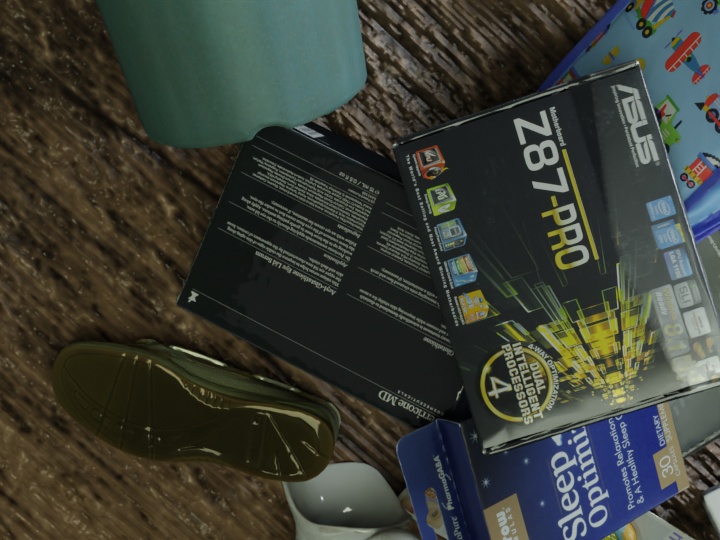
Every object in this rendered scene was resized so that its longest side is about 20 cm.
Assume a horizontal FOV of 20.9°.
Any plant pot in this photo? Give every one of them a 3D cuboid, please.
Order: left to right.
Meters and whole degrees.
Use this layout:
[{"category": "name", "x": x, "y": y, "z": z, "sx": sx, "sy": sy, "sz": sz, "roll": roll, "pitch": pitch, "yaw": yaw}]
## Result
[{"category": "plant pot", "x": -0.088, "y": -0.193, "z": 1.206, "sx": 0.198, "sy": 0.201, "sz": 0.198, "roll": -12, "pitch": 111, "yaw": 2}]

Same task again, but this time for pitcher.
[{"category": "pitcher", "x": -0.002, "y": 0.250, "z": 1.320, "sx": 0.120, "sy": 0.171, "sz": 0.202, "roll": -1, "pitch": 104, "yaw": -23}]

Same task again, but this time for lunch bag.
[{"category": "lunch bag", "x": 0.197, "y": -0.100, "z": 1.242, "sx": 0.200, "sy": 0.151, "sz": 0.094, "roll": -39, "pitch": 146, "yaw": 13}]

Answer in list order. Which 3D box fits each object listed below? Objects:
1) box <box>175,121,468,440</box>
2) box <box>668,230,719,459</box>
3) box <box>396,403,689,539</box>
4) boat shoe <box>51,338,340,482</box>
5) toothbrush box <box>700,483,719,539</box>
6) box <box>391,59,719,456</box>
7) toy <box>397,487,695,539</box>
[{"category": "box", "x": 0.000, "y": 0.000, "z": 1.279, "sx": 0.199, "sy": 0.079, "sz": 0.142, "roll": 27, "pitch": 100, "yaw": 10}, {"category": "box", "x": 0.186, "y": 0.030, "z": 1.331, "sx": 0.159, "sy": 0.044, "sz": 0.201, "roll": -31, "pitch": 102, "yaw": 7}, {"category": "box", "x": 0.121, "y": 0.126, "z": 1.262, "sx": 0.199, "sy": 0.032, "sz": 0.122, "roll": -25, "pitch": 107, "yaw": -28}, {"category": "boat shoe", "x": -0.112, "y": 0.090, "z": 1.342, "sx": 0.198, "sy": 0.063, "sz": 0.074, "roll": 12, "pitch": 109, "yaw": 3}, {"category": "toothbrush box", "x": 0.350, "y": 0.177, "z": 1.327, "sx": 0.199, "sy": 0.085, "sz": 0.148, "roll": -27, "pitch": 82, "yaw": 4}, {"category": "box", "x": 0.123, "y": -0.006, "z": 1.184, "sx": 0.160, "sy": 0.049, "sz": 0.202, "roll": -16, "pitch": 85, "yaw": 9}, {"category": "toy", "x": 0.128, "y": 0.190, "z": 1.349, "sx": 0.199, "sy": 0.047, "sz": 0.115, "roll": 33, "pitch": 129, "yaw": -5}]
